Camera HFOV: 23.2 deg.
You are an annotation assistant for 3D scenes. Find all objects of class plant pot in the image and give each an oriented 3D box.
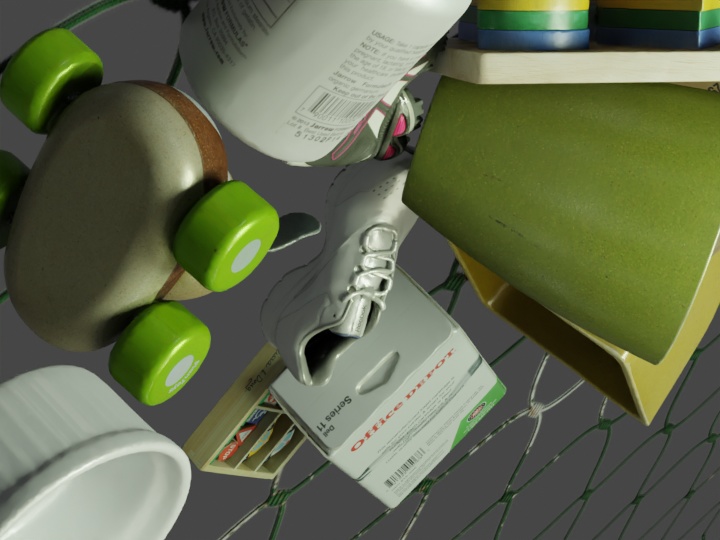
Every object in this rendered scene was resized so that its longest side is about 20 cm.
[{"bbox_3d":[0.220,-0.024,1.496,0.200,0.195,0.194,-50,156,-6],"label":"plant pot"},{"bbox_3d":[0.135,-0.058,1.180,0.187,0.198,0.189,19,90,-87],"label":"plant pot"}]

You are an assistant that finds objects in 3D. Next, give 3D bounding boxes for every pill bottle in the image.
[{"bbox_3d":[-0.002,-0.162,0.963,0.114,0.115,0.200,-10,153,-52],"label":"pill bottle"}]

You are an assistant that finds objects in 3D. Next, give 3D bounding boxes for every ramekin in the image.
[{"bbox_3d":[-0.220,0.158,1.178,0.200,0.098,0.201,-35,154,-20],"label":"ramekin"}]

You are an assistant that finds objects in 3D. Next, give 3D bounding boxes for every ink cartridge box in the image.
[{"bbox_3d":[0.026,0.097,1.423,0.147,0.083,0.200,-44,156,-3],"label":"ink cartridge box"}]

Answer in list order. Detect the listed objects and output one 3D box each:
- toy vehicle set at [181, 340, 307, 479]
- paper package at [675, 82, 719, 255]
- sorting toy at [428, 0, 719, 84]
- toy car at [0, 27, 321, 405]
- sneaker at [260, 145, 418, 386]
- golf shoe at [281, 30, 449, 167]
[{"bbox_3d":[-0.047,0.083,1.421,0.200,0.027,0.124,-51,155,10],"label":"toy vehicle set"},{"bbox_3d":[0.239,-0.112,1.378,0.200,0.191,0.104,-38,151,-17],"label":"paper package"},{"bbox_3d":[0.147,-0.162,1.128,0.198,0.199,0.070,-2,100,-10],"label":"sorting toy"},{"bbox_3d":[-0.103,-0.041,1.003,0.158,0.164,0.200,-57,162,25],"label":"toy car"},{"bbox_3d":[0.000,0.000,1.278,0.074,0.087,0.201,14,119,-28],"label":"sneaker"},{"bbox_3d":[0.000,-0.138,1.106,0.088,0.077,0.201,-19,143,-25],"label":"golf shoe"}]
